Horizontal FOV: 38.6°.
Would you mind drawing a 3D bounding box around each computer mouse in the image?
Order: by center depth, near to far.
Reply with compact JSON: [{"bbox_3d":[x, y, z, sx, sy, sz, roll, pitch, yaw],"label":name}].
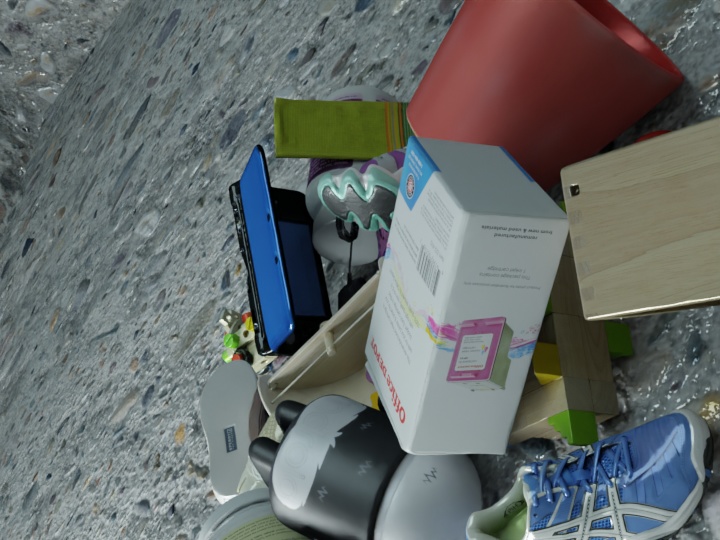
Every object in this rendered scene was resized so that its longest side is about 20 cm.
[{"bbox_3d":[0.000,0.000,1.087,0.034,0.059,0.201,3,102,26],"label":"computer mouse"}]

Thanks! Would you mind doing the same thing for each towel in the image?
[{"bbox_3d":[0.003,-0.159,1.154,0.018,0.199,0.086,101,166,-53],"label":"towel"}]

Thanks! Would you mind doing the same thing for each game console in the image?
[{"bbox_3d":[-0.068,-0.016,1.112,0.118,0.171,0.200,-22,73,38],"label":"game console"}]

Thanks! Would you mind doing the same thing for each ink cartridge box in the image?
[{"bbox_3d":[0.072,0.019,0.779,0.145,0.084,0.200,-115,33,-59],"label":"ink cartridge box"}]

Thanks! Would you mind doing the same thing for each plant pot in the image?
[{"bbox_3d":[0.147,-0.164,0.898,0.177,0.200,0.201,-49,30,24],"label":"plant pot"}]

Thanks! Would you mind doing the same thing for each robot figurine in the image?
[{"bbox_3d":[0.005,0.180,0.862,0.200,0.125,0.151,18,96,30],"label":"robot figurine"}]

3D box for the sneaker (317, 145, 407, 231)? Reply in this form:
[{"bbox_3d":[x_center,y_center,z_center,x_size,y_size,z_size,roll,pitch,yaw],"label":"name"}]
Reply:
[{"bbox_3d":[0.061,-0.111,1.044,0.078,0.199,0.140,90,-176,-50],"label":"sneaker"}]

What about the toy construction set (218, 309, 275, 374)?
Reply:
[{"bbox_3d":[-0.121,0.051,1.271,0.200,0.092,0.131,-47,55,41],"label":"toy construction set"}]

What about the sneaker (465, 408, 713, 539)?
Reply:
[{"bbox_3d":[0.158,0.161,0.719,0.200,0.077,0.076,-45,31,27],"label":"sneaker"}]

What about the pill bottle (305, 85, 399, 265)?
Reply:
[{"bbox_3d":[-0.005,-0.109,1.197,0.112,0.112,0.200,-34,38,42],"label":"pill bottle"}]

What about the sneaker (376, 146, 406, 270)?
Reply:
[{"bbox_3d":[0.042,-0.046,1.089,0.080,0.088,0.201,-10,58,55],"label":"sneaker"}]

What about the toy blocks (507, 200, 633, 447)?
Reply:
[{"bbox_3d":[0.135,0.061,0.836,0.137,0.100,0.200,-39,49,53],"label":"toy blocks"}]

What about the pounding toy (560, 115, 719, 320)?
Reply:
[{"bbox_3d":[0.247,-0.052,0.666,0.184,0.200,0.143,-15,81,54],"label":"pounding toy"}]

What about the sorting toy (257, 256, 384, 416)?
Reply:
[{"bbox_3d":[0.011,0.125,0.988,0.200,0.107,0.180,-45,41,26],"label":"sorting toy"}]

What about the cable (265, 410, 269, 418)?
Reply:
[{"bbox_3d":[-0.081,0.164,1.135,0.200,0.050,0.097,38,119,60],"label":"cable"}]

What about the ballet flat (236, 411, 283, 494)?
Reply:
[{"bbox_3d":[-0.092,0.231,1.010,0.067,0.062,0.200,31,127,38],"label":"ballet flat"}]

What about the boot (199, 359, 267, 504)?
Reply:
[{"bbox_3d":[-0.131,0.198,1.146,0.073,0.090,0.200,-15,41,7],"label":"boot"}]

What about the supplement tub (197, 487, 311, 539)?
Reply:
[{"bbox_3d":[-0.067,0.298,0.902,0.145,0.145,0.200,-57,28,10],"label":"supplement tub"}]
